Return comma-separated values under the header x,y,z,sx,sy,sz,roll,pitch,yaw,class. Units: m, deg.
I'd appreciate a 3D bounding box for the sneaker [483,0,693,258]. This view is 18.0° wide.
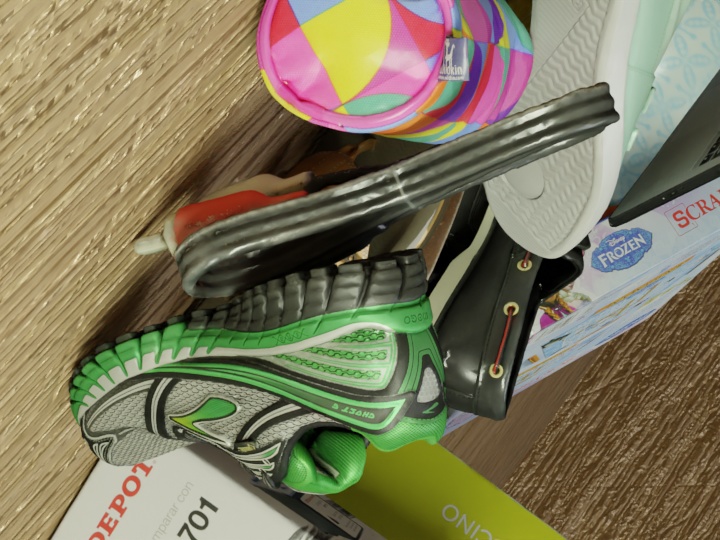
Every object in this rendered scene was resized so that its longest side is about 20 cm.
x,y,z,sx,sy,sz,roll,pitch,yaw,class
0.127,-0.100,1.081,0.118,0.074,0.201,-32,147,-39,sneaker

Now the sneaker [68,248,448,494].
x,y,z,sx,sy,sz,roll,pitch,yaw,class
-0.047,0.055,0.918,0.078,0.085,0.200,-9,173,-43,sneaker

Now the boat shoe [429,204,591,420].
x,y,z,sx,sy,sz,roll,pitch,yaw,class
0.087,-0.013,1.169,0.074,0.063,0.202,85,29,-60,boat shoe

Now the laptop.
x,y,z,sx,sy,sz,roll,pitch,yaw,class
0.194,-0.145,1.081,0.200,0.116,0.187,-28,-166,43,laptop

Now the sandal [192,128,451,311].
x,y,z,sx,sy,sz,roll,pitch,yaw,class
-0.027,-0.013,1.049,0.200,0.080,0.054,-50,145,-11,sandal

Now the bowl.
x,y,z,sx,sy,sz,roll,pitch,yaw,class
0.145,-0.133,1.287,0.200,0.108,0.200,-15,151,-9,bowl

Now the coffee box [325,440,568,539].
x,y,z,sx,sy,sz,roll,pitch,yaw,class
-0.002,0.210,1.272,0.200,0.200,0.198,-52,176,-19,coffee box

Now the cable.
x,y,z,sx,sy,sz,roll,pitch,yaw,class
-0.001,-0.038,0.892,0.200,0.050,0.097,-27,169,25,cable

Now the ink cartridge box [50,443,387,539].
x,y,z,sx,sy,sz,roll,pitch,yaw,class
-0.056,0.177,1.095,0.147,0.200,0.086,-59,168,8,ink cartridge box

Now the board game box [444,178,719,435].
x,y,z,sx,sy,sz,roll,pitch,yaw,class
0.129,0.017,1.343,0.200,0.041,0.200,-27,168,-28,board game box

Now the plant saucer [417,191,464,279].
x,y,z,sx,sy,sz,roll,pitch,yaw,class
0.000,0.000,1.150,0.200,0.034,0.200,-62,-171,17,plant saucer

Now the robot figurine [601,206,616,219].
x,y,z,sx,sy,sz,roll,pitch,yaw,class
0.133,-0.071,1.473,0.200,0.144,0.117,-53,-156,-18,robot figurine

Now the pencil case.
x,y,z,sx,sy,sz,roll,pitch,yaw,class
0.020,-0.096,0.954,0.088,0.088,0.200,-58,171,7,pencil case

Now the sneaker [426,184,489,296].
x,y,z,sx,sy,sz,roll,pitch,yaw,class
0.029,0.004,1.274,0.091,0.066,0.200,-67,-175,-37,sneaker
